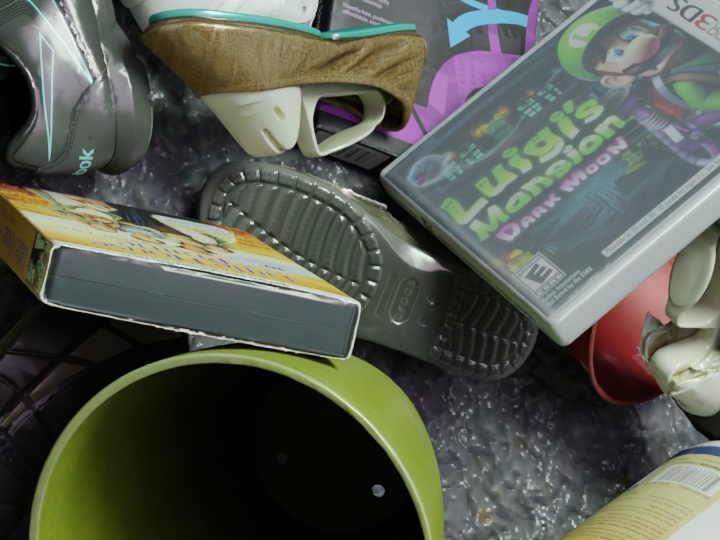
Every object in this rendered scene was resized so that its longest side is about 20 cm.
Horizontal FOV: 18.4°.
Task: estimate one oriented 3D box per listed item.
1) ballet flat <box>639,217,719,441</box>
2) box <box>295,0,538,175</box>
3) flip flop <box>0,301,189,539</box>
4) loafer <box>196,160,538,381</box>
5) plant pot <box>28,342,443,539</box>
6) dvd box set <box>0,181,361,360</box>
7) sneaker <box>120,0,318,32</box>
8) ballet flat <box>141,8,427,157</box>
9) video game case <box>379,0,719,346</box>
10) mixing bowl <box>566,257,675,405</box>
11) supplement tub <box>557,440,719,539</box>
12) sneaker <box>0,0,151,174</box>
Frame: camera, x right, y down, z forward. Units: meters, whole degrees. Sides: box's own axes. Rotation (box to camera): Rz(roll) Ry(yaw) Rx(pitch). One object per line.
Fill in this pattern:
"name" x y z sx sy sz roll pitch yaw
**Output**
"ballet flat" 0.187 0.024 1.198 0.068 0.201 0.068 -20 45 -27
"box" 0.038 -0.146 1.291 0.142 0.036 0.202 18 64 -28
"flip flop" -0.167 0.078 1.073 0.200 0.057 0.081 -47 107 -19
"loafer" 0.000 0.000 1.207 0.199 0.070 0.076 28 97 -13
"plant pot" -0.036 0.109 1.062 0.188 0.186 0.200 59 17 -3
"dvd box set" -0.097 -0.003 1.047 0.145 0.200 0.030 11 97 -19
"sneaker" -0.044 -0.177 1.224 0.199 0.075 0.100 -37 102 -21
"ballet flat" -0.034 -0.095 1.156 0.199 0.067 0.073 -4 92 -54
"video game case" 0.130 -0.069 1.171 0.200 0.182 0.023 -40 130 -6
"mixing bowl" 0.160 -0.036 1.264 0.199 0.201 0.108 -27 50 -37
"supplement tub" 0.160 0.195 1.194 0.199 0.144 0.145 -29 91 -36
"sneaker" -0.167 -0.143 1.120 0.079 0.075 0.202 -13 81 -32
